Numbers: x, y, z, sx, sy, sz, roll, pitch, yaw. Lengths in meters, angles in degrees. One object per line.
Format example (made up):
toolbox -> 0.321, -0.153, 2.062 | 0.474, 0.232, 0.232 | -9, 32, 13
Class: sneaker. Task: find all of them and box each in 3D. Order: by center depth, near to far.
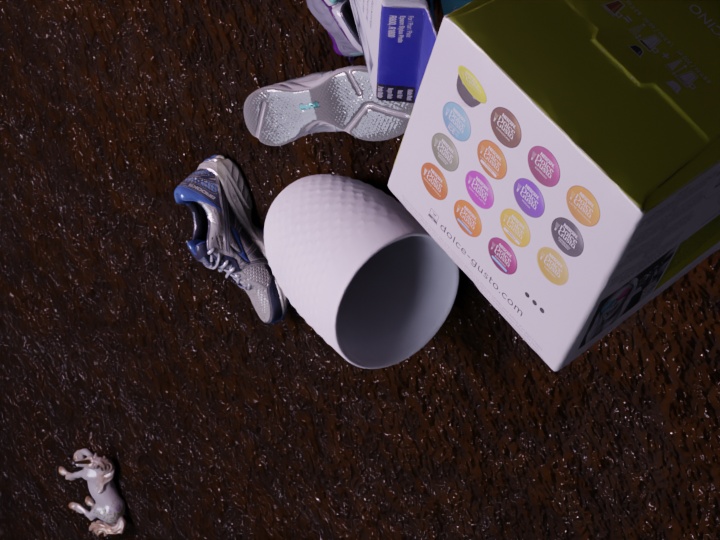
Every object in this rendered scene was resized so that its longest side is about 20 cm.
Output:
sneaker -> -0.044, -0.278, 1.524 | 0.202, 0.074, 0.087 | 62, 155, -7
sneaker -> -0.014, -0.164, 1.591 | 0.198, 0.080, 0.071 | 1, 112, 35
sneaker -> -0.152, -0.023, 1.905 | 0.077, 0.085, 0.202 | -9, 109, 59

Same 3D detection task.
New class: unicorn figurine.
unicorn figurine -> -0.421, 0.338, 2.676 | 0.136, 0.074, 0.201 | 5, 135, 44

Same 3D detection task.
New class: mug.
mug -> 0.000, 0.000, 1.657 | 0.175, 0.148, 0.200 | 41, 177, 43

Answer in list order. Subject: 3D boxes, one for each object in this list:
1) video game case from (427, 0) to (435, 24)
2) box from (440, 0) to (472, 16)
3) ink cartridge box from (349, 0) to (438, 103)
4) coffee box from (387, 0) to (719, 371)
video game case -> 0.029, -0.290, 1.360 | 0.201, 0.018, 0.144 | 81, 174, -48
box -> 0.094, -0.274, 1.302 | 0.049, 0.082, 0.202 | 21, 133, 47
ink cartridge box -> 0.020, -0.215, 1.347 | 0.200, 0.040, 0.202 | 91, 164, -74
coffee box -> 0.170, -0.095, 1.228 | 0.200, 0.199, 0.199 | 47, 148, 19
